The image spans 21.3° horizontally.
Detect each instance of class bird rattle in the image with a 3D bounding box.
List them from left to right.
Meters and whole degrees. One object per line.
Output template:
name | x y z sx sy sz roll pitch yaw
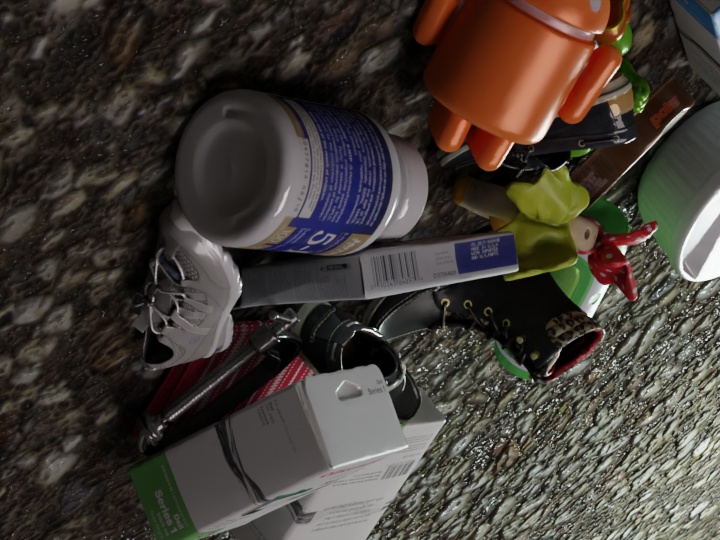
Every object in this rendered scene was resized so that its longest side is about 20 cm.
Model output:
bird rattle | 0.175 -0.050 1.759 0.199 0.162 0.113 5 105 -53

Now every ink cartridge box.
ink cartridge box | -0.079 0.164 1.686 0.199 0.085 0.146 -28 170 29
ink cartridge box | -0.028 0.201 1.924 0.145 0.084 0.201 -2 132 -48
ink cartridge box | 0.000 0.000 1.651 0.199 0.041 0.199 -7 -178 44
ink cartridge box | 0.370 -0.258 1.778 0.145 0.084 0.200 -41 151 -1

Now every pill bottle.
pill bottle | -0.039 -0.072 1.500 0.199 0.120 0.120 4 128 -52

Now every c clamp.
c clamp | -0.124 0.097 1.653 0.200 0.027 0.171 -40 166 10

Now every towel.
towel | -0.106 0.097 1.752 0.199 0.023 0.145 -4 134 -49

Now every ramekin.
ramekin | 0.380 -0.092 2.008 0.202 0.094 0.203 -31 150 -20

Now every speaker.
speaker | 0.204 0.019 1.954 0.088 0.089 0.201 -16 142 -38

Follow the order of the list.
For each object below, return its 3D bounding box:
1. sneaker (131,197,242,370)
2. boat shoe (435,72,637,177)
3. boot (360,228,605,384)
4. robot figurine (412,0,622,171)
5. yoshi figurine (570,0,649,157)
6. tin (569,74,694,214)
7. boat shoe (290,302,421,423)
sneaker | -0.146 0.023 1.544 0.082 0.075 0.201 -31 150 -21
boat shoe | 0.151 -0.114 1.644 0.199 0.063 0.075 -15 -166 35
boot | 0.117 0.049 1.818 0.203 0.154 0.074 -26 148 -24
robot figurine | 0.125 -0.183 1.544 0.201 0.144 0.116 -61 158 17
yoshi figurine | 0.192 -0.167 1.678 0.111 0.113 0.200 -25 152 -3
tin | 0.246 -0.114 1.798 0.112 0.042 0.200 -38 175 -24
boat shoe | 0.009 0.096 1.774 0.200 0.067 0.072 46 65 -50
